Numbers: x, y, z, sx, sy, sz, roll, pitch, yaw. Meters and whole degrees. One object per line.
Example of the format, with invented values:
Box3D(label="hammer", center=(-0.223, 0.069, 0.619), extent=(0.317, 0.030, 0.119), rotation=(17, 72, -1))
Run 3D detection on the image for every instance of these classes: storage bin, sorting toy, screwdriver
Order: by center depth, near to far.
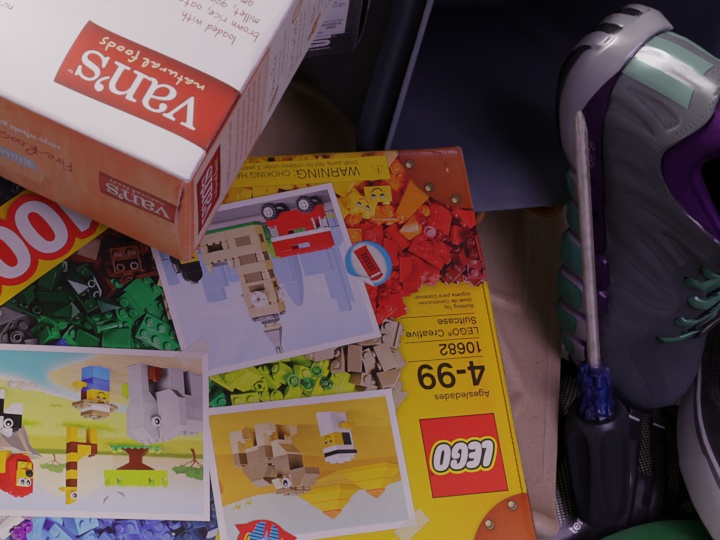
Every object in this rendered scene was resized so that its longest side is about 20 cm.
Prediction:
Box3D(label="screwdriver", center=(0.087, 0.025, 0.811), extent=(0.029, 0.028, 0.201), rotation=(-43, 139, -31))
Box3D(label="sorting toy", center=(0.000, 0.000, 0.842), extent=(0.184, 0.036, 0.202), rotation=(21, 51, -23))
Box3D(label="storage bin", center=(0.053, -0.105, 0.846), extent=(0.199, 0.134, 0.147), rotation=(-7, 125, -39))

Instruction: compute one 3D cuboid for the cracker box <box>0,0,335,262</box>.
Box3D(label="cracker box", center=(-0.070, -0.119, 0.685), extent=(0.133, 0.058, 0.201), rotation=(24, 64, 7))

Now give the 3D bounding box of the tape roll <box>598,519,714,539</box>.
Box3D(label="tape roll", center=(0.126, 0.207, 0.891), extent=(0.199, 0.048, 0.202), rotation=(-10, 113, -24))

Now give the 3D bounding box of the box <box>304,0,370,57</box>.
Box3D(label="box", center=(-0.109, -0.143, 0.752), extent=(0.198, 0.048, 0.160), rotation=(-8, 65, -10))

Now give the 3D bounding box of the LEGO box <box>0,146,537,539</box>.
Box3D(label="LEGO box", center=(-0.056, 0.045, 0.701), extent=(0.198, 0.077, 0.150), rotation=(-4, 69, -16))

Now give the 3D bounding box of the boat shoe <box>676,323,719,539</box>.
Box3D(label="boat shoe", center=(0.180, 0.043, 0.896), extent=(0.069, 0.066, 0.201), rotation=(21, 40, -11))

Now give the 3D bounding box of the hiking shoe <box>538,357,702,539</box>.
Box3D(label="hiking shoe", center=(0.119, 0.079, 0.920), extent=(0.199, 0.076, 0.102), rotation=(-26, 102, -28))

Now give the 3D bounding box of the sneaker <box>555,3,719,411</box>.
Box3D(label="sneaker", center=(0.126, -0.004, 0.815), extent=(0.074, 0.087, 0.201), rotation=(-41, 141, -24))
